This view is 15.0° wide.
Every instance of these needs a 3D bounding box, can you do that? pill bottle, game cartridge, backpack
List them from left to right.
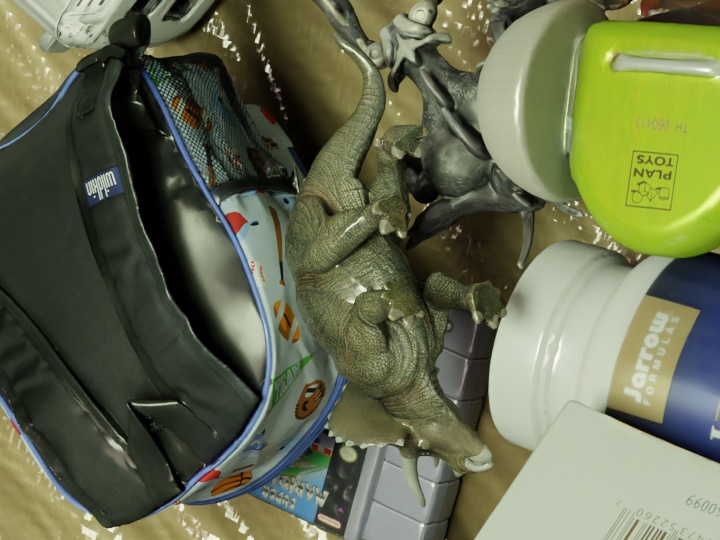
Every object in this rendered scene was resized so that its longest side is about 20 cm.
[{"bbox_3d":[-0.094,0.016,1.256,0.200,0.154,0.191,-41,64,33],"label":"backpack"},{"bbox_3d":[-0.034,0.049,1.327,0.199,0.038,0.130,22,101,28],"label":"game cartridge"},{"bbox_3d":[0.162,0.056,1.157,0.199,0.116,0.116,16,102,30],"label":"pill bottle"}]

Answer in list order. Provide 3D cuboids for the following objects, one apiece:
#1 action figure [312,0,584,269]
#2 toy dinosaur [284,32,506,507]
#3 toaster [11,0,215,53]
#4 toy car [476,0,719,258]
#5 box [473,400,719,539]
[{"bbox_3d":[0.044,-0.089,1.230,0.119,0.102,0.200,-43,70,23],"label":"action figure"},{"bbox_3d":[0.000,0.000,1.167,0.102,0.077,0.201,-33,78,48],"label":"toy dinosaur"},{"bbox_3d":[-0.110,-0.199,1.310,0.129,0.114,0.200,47,111,16],"label":"toaster"},{"bbox_3d":[0.156,-0.097,1.123,0.174,0.150,0.201,7,80,36],"label":"toy car"},{"bbox_3d":[0.136,0.172,1.125,0.152,0.200,0.107,22,61,28],"label":"box"}]
